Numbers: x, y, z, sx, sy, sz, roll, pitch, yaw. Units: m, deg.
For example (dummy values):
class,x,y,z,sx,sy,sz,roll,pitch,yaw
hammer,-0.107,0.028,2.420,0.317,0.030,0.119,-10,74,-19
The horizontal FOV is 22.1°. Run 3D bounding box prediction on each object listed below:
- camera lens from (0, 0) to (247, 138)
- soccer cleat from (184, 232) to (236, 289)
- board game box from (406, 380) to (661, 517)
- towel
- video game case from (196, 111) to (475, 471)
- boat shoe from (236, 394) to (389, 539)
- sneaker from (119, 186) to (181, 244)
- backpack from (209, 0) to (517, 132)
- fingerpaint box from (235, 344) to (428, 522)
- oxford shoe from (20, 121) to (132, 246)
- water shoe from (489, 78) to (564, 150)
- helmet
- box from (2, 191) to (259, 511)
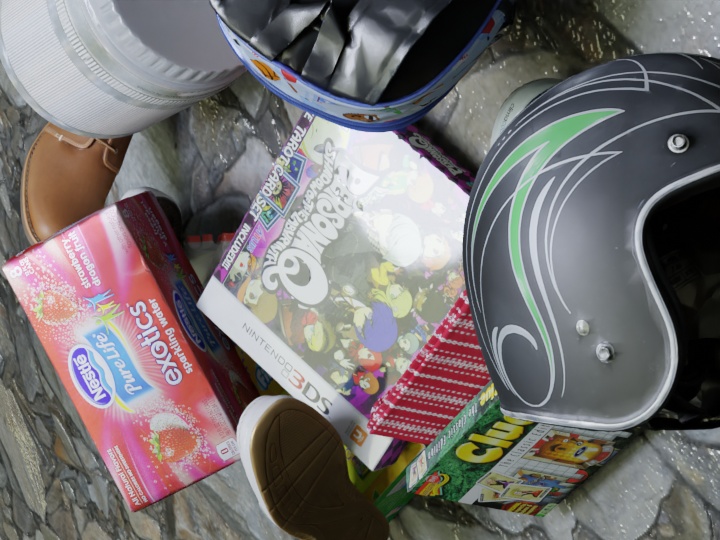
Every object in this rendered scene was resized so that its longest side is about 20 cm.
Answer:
class,x,y,z,sx,sy,sz,roll,pitch,yaw
camera lens,-0.160,-0.188,1.317,0.200,0.159,0.161,-15,97,58
soccer cleat,-0.089,0.010,1.405,0.200,0.069,0.078,179,88,-69
board game box,0.114,0.100,1.160,0.200,0.104,0.024,126,153,-52
towel,0.101,0.061,1.139,0.200,0.143,0.023,124,153,-52
video game case,0.000,0.000,1.233,0.181,0.036,0.201,41,115,21
boat shoe,-0.046,0.141,1.254,0.069,0.071,0.200,33,161,37
sneaker,-0.188,-0.019,1.466,0.084,0.073,0.200,24,161,9
backpack,0.006,-0.179,1.037,0.199,0.191,0.154,33,168,8
fingerpaint box,-0.012,0.093,1.357,0.167,0.073,0.200,55,143,16
oxford shoe,-0.212,-0.102,1.442,0.071,0.071,0.201,-29,40,52
water shoe,0.111,-0.013,1.109,0.079,0.071,0.201,44,143,51
helmet,0.149,-0.016,0.963,0.199,0.199,0.193,2,90,54
box,-0.157,0.056,1.323,0.099,0.095,0.201,-27,93,12
